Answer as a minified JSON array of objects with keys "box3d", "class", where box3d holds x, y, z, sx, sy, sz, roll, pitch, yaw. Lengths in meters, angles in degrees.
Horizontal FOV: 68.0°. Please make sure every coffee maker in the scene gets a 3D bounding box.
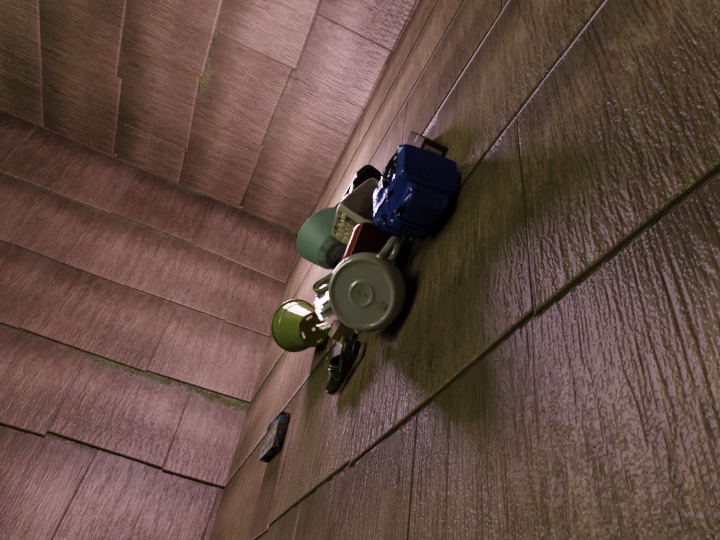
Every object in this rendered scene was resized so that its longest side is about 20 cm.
[{"box3d":[0.008,-0.288,1.936,0.200,0.134,0.193,-47,24,57],"class":"coffee maker"}]

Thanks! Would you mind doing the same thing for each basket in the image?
[{"box3d":[0.022,-0.156,1.545,0.200,0.135,0.124,-46,-14,-45],"class":"basket"}]

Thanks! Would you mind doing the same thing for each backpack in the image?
[{"box3d":[0.111,-0.163,1.242,0.200,0.162,0.169,129,156,-49],"class":"backpack"}]

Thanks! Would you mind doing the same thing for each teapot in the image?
[{"box3d":[0.028,0.043,1.271,0.199,0.199,0.146,-20,-1,22],"class":"teapot"}]

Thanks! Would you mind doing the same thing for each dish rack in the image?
[{"box3d":[-0.053,0.063,1.577,0.199,0.044,0.172,-33,14,-5],"class":"dish rack"}]

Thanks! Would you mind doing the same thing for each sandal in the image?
[{"box3d":[-0.062,-0.001,1.584,0.200,0.057,0.080,-33,25,3],"class":"sandal"}]

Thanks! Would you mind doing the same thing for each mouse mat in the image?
[{"box3d":[0.120,-0.105,1.459,0.200,0.007,0.162,-122,55,-73],"class":"mouse mat"}]

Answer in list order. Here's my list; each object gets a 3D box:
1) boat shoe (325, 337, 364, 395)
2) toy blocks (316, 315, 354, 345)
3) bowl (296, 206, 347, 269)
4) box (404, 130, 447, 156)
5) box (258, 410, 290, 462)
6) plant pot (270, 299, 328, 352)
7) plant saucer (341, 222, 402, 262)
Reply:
[{"box3d":[-0.057,0.261,1.457,0.072,0.067,0.201,-90,24,-55],"class":"boat shoe"},{"box3d":[-0.047,0.139,1.591,0.137,0.100,0.200,-58,16,-4],"class":"toy blocks"},{"box3d":[-0.084,-0.082,1.632,0.105,0.200,0.202,48,121,39],"class":"bowl"},{"box3d":[0.166,-0.319,1.474,0.200,0.075,0.101,-103,36,-71],"class":"box"},{"box3d":[-0.326,0.631,2.021,0.200,0.037,0.137,127,160,-50],"class":"box"},{"box3d":[-0.201,0.208,1.936,0.190,0.199,0.201,-1,67,62],"class":"plant pot"},{"box3d":[0.017,-0.032,1.379,0.037,0.199,0.201,30,107,32],"class":"plant saucer"}]
